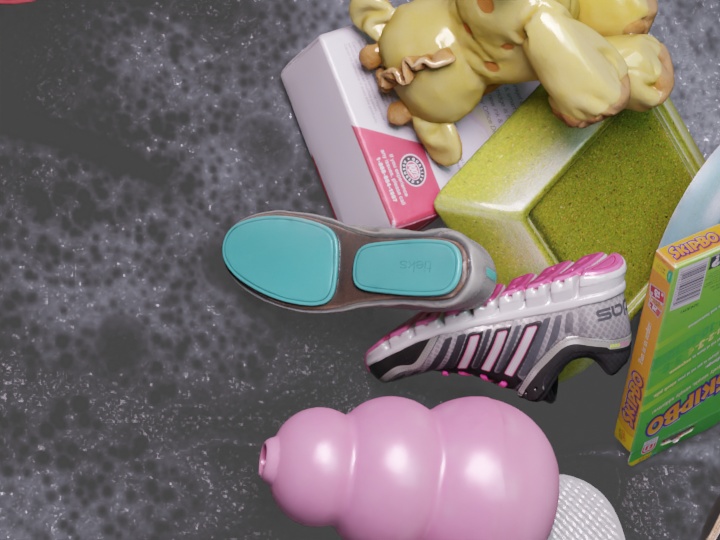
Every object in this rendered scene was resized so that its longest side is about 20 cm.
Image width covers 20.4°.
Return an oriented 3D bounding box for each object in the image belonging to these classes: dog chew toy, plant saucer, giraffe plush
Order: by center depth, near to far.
[{"bbox_3d":[0.088,-0.154,1.338,0.199,0.162,0.174,7,63,-45],"label":"giraffe plush"},{"bbox_3d":[0.030,0.141,1.342,0.198,0.125,0.126,9,72,-13],"label":"dog chew toy"},{"bbox_3d":[0.174,-0.045,1.424,0.200,0.048,0.200,-47,125,-14],"label":"plant saucer"},{"bbox_3d":[0.284,-0.030,1.469,0.200,0.201,0.027,-35,52,-28],"label":"plant saucer"}]

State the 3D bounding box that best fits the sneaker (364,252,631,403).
[{"bbox_3d":[0.099,0.056,1.370,0.074,0.198,0.088,-39,110,-70],"label":"sneaker"}]

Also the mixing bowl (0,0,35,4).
[{"bbox_3d":[-0.204,-0.276,1.329,0.108,0.199,0.202,-10,77,-64],"label":"mixing bowl"}]

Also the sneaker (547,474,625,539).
[{"bbox_3d":[0.133,0.241,1.389,0.075,0.105,0.201,22,38,-19],"label":"sneaker"}]

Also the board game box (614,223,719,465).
[{"bbox_3d":[0.237,0.052,1.437,0.095,0.201,0.030,-21,45,-27],"label":"board game box"}]

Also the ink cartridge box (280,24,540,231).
[{"bbox_3d":[0.062,-0.114,1.443,0.199,0.086,0.149,-18,84,-29],"label":"ink cartridge box"}]

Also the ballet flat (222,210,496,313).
[{"bbox_3d":[0.000,0.000,1.360,0.064,0.198,0.068,17,80,-61],"label":"ballet flat"}]

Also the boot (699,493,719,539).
[{"bbox_3d":[0.283,0.225,1.417,0.077,0.138,0.201,28,67,-15],"label":"boot"}]
